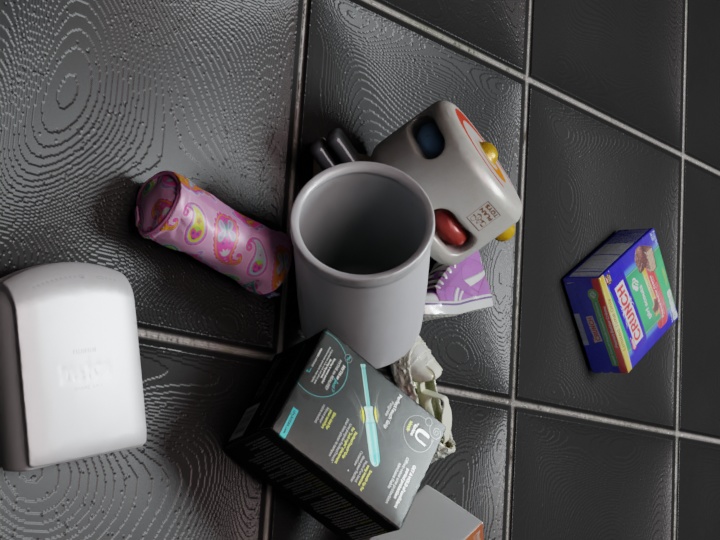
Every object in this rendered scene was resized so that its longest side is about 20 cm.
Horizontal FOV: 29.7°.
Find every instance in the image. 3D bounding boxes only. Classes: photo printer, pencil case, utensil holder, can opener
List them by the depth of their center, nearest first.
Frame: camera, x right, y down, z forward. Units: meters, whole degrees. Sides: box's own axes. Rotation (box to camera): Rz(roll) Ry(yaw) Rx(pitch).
[{"bbox_3d":[-0.302,0.093,1.394,0.165,0.069,0.203,-5,89,-48],"label":"photo printer"},{"bbox_3d":[-0.166,-0.039,1.554,0.199,0.087,0.089,31,64,-43],"label":"pencil case"},{"bbox_3d":[0.000,0.000,1.618,0.201,0.168,0.171,92,23,-54],"label":"utensil holder"},{"bbox_3d":[0.007,-0.095,1.717,0.201,0.052,0.067,52,22,-25],"label":"can opener"}]

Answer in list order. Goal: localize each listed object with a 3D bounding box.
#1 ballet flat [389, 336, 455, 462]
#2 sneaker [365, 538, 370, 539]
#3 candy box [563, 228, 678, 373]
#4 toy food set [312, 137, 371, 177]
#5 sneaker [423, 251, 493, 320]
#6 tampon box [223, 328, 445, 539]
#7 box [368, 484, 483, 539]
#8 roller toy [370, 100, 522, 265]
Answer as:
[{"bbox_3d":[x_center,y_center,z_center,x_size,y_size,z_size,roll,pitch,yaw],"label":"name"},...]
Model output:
[{"bbox_3d":[0.089,0.161,1.831,0.071,0.071,0.203,-24,103,-47],"label":"ballet flat"},{"bbox_3d":[0.037,0.269,1.753,0.084,0.074,0.203,27,68,-43],"label":"sneaker"},{"bbox_3d":[0.428,0.047,2.214,0.199,0.076,0.171,-35,112,-43],"label":"candy box"},{"bbox_3d":[0.012,-0.087,1.773,0.199,0.060,0.146,10,79,-48],"label":"toy food set"},{"bbox_3d":[0.110,0.009,1.873,0.200,0.072,0.116,-10,90,-59],"label":"sneaker"},{"bbox_3d":[-0.029,0.199,1.607,0.199,0.126,0.151,40,57,-16],"label":"tampon box"},{"bbox_3d":[0.057,0.389,1.688,0.199,0.097,0.125,-39,140,-30],"label":"box"},{"bbox_3d":[0.115,-0.112,1.713,0.201,0.139,0.182,57,14,3],"label":"roller toy"}]
